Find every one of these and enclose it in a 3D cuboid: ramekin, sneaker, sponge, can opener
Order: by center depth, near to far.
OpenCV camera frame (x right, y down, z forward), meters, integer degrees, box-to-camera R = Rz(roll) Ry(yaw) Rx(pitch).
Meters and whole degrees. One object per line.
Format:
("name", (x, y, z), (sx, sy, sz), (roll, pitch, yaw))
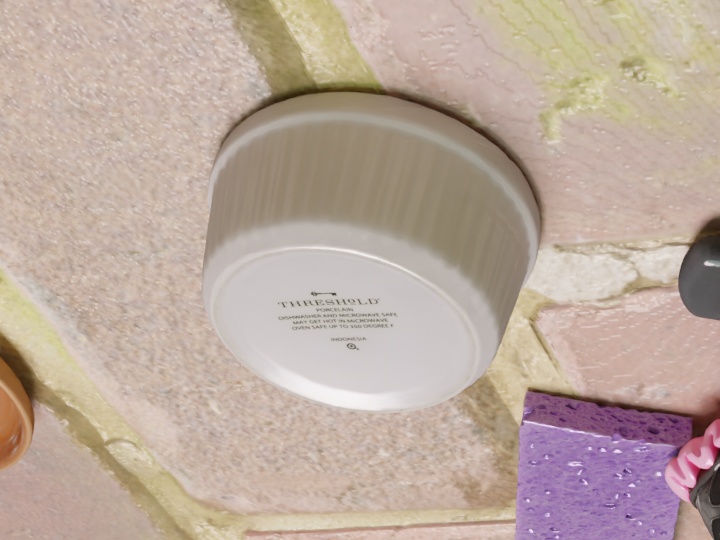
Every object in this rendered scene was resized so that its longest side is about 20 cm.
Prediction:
("can opener", (0.213, -0.022, 1.012), (0.066, 0.053, 0.201), (10, 143, 7))
("ramekin", (0.000, 0.000, 1.078), (0.201, 0.095, 0.203), (9, 144, 7))
("sneaker", (0.253, 0.113, 1.126), (0.078, 0.096, 0.200), (-8, 147, -17))
("sponge", (0.162, 0.156, 1.285), (0.111, 0.030, 0.201), (7, 142, 8))

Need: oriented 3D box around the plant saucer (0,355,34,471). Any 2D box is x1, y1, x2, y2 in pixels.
("plant saucer", (-0.325, 0.079, 1.340), (0.199, 0.038, 0.201), (10, 143, 7))
